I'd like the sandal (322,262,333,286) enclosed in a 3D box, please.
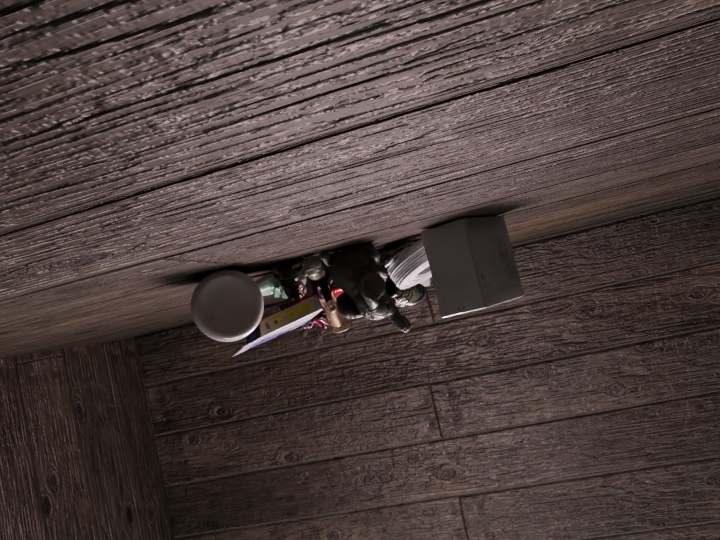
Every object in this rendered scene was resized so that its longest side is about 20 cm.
[{"bbox_3d":[-0.078,-0.002,1.465,0.081,0.054,0.200,-56,-172,2],"label":"sandal"}]

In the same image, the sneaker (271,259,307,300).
[{"bbox_3d":[-0.154,0.026,1.359,0.080,0.087,0.200,-15,176,3],"label":"sneaker"}]

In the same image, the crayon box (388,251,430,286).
[{"bbox_3d":[0.097,0.008,1.721,0.198,0.127,0.051,-13,135,-10],"label":"crayon box"}]

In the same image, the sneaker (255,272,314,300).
[{"bbox_3d":[-0.187,0.064,1.492,0.199,0.119,0.074,-15,160,-11],"label":"sneaker"}]

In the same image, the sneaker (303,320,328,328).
[{"bbox_3d":[-0.100,0.117,1.656,0.199,0.096,0.079,-12,176,-40],"label":"sneaker"}]

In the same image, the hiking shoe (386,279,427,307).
[{"bbox_3d":[0.100,0.063,1.568,0.198,0.077,0.101,1,178,-19],"label":"hiking shoe"}]

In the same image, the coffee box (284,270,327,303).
[{"bbox_3d":[-0.119,0.031,1.644,0.198,0.080,0.114,-12,176,-20],"label":"coffee box"}]

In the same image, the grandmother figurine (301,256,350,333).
[{"bbox_3d":[-0.084,0.049,1.328,0.060,0.201,0.121,-36,-139,-19],"label":"grandmother figurine"}]

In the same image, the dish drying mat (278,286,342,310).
[{"bbox_3d":[-0.099,0.069,1.431,0.198,0.018,0.077,-18,158,10],"label":"dish drying mat"}]

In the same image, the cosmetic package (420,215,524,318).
[{"bbox_3d":[0.260,-0.014,1.318,0.122,0.202,0.199,-19,174,40],"label":"cosmetic package"}]

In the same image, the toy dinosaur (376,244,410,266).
[{"bbox_3d":[0.065,-0.037,1.541,0.088,0.048,0.200,-28,-176,-30],"label":"toy dinosaur"}]

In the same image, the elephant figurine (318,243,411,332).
[{"bbox_3d":[0.013,0.050,1.290,0.154,0.201,0.142,-18,157,-5],"label":"elephant figurine"}]

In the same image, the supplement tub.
[{"bbox_3d":[-0.286,0.079,1.229,0.144,0.147,0.200,-12,177,-16],"label":"supplement tub"}]

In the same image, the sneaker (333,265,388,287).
[{"bbox_3d":[0.000,0.000,1.463,0.076,0.092,0.199,29,157,-32],"label":"sneaker"}]

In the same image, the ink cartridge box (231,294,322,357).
[{"bbox_3d":[-0.204,0.132,1.333,0.199,0.047,0.198,-21,174,-24],"label":"ink cartridge box"}]

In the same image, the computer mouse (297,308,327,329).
[{"bbox_3d":[-0.089,0.109,1.550,0.140,0.046,0.200,-19,-169,36],"label":"computer mouse"}]

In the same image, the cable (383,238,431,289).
[{"bbox_3d":[0.166,-0.028,1.477,0.199,0.070,0.199,-36,163,26],"label":"cable"}]
